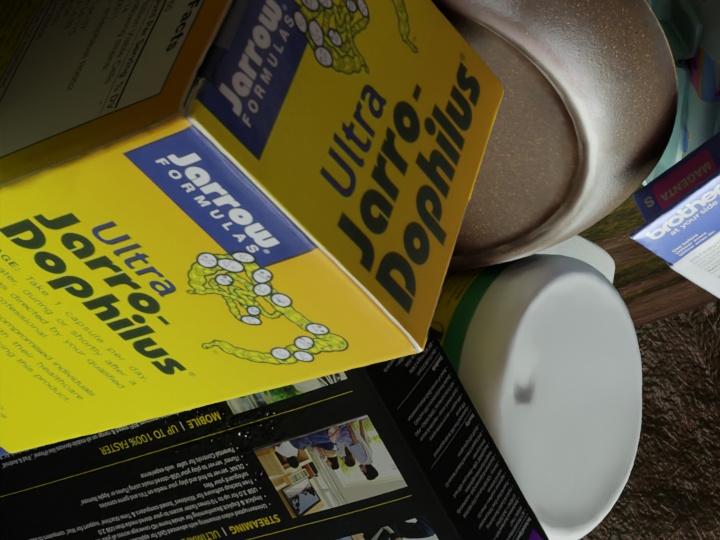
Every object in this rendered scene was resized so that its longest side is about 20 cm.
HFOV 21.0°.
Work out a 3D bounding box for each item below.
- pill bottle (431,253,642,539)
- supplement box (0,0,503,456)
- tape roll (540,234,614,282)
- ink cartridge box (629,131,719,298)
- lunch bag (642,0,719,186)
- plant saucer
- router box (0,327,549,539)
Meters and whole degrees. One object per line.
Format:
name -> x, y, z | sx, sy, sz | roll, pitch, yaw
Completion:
pill bottle -> 0.004, 0.048, 0.795 | 0.200, 0.113, 0.113 | 2, -173, 39
supplement box -> -0.073, -0.028, 0.614 | 0.200, 0.109, 0.110 | -16, 132, 39
tape roll -> 0.033, -0.001, 1.026 | 0.202, 0.037, 0.203 | 9, 170, 2
ink cartridge box -> 0.184, -0.028, 0.721 | 0.119, 0.042, 0.200 | -37, 147, 21
lunch bag -> 0.182, -0.087, 0.744 | 0.160, 0.077, 0.200 | -16, 146, -7
plant saucer -> 0.007, -0.058, 0.666 | 0.200, 0.032, 0.200 | 11, 146, 8
router box -> -0.050, 0.078, 0.717 | 0.200, 0.149, 0.051 | -18, -162, 33
